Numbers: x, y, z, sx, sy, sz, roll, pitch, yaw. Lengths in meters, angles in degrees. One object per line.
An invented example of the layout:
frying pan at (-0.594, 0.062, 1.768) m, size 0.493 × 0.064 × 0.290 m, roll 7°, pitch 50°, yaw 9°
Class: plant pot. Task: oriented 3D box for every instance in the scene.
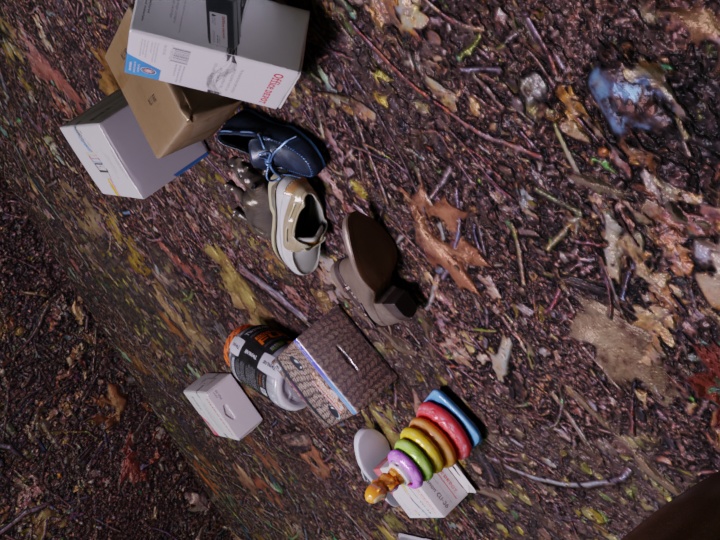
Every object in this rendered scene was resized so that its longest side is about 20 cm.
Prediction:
plant pot at (0.382, 0.278, 1.015) m, size 0.187 × 0.200 × 0.187 m, roll 40°, pitch 153°, yaw 25°

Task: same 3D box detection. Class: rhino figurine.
rhino figurine at (-0.161, -0.117, 1.569) m, size 0.087 × 0.060 × 0.200 m, roll 34°, pitch 159°, yaw 21°

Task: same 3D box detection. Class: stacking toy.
stacking toy at (0.082, 0.287, 1.554) m, size 0.110 × 0.200 × 0.116 m, roll 46°, pitch 155°, yaw 10°

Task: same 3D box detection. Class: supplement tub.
supplement tub at (-0.169, 0.178, 1.938) m, size 0.199 × 0.122 × 0.123 m, roll 23°, pitch 144°, yaw 46°

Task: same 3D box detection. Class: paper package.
paper package at (-0.270, -0.283, 1.468) m, size 0.192 × 0.103 × 0.200 m, roll 63°, pitch 156°, yaw -1°

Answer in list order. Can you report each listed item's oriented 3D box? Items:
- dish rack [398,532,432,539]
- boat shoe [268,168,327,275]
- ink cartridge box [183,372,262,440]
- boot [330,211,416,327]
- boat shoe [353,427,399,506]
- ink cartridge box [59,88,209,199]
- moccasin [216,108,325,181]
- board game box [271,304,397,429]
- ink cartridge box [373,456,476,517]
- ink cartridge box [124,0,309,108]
dish rack at (0.149, 0.630, 2.112) m, size 0.172 × 0.043 × 0.200 m, roll 54°, pitch 157°, yaw -8°
boat shoe at (-0.089, -0.059, 1.524) m, size 0.068 × 0.075 × 0.201 m, roll 36°, pitch 153°, yaw 34°
ink cartridge box at (-0.339, 0.333, 2.502) m, size 0.147 × 0.083 × 0.200 m, roll 56°, pitch 156°, yaw -11°
boot at (0.000, 0.000, 1.460) m, size 0.146 × 0.070 × 0.201 m, roll 9°, pitch 132°, yaw 59°
boat shoe at (0.027, 0.367, 1.933) m, size 0.068 × 0.072 × 0.201 m, roll 19°, pitch 148°, yaw 47°
ink cartridge box at (-0.385, -0.222, 1.727) m, size 0.200 × 0.147 × 0.145 m, roll 11°, pitch 135°, yaw 56°
moccasin at (-0.130, -0.167, 1.450) m, size 0.199 × 0.068 × 0.081 m, roll 26°, pitch 146°, yaw 45°
board game box at (-0.049, 0.170, 1.748) m, size 0.160 × 0.097 × 0.200 m, roll 50°, pitch 156°, yaw 2°
ink cartridge box at (0.110, 0.368, 1.779) m, size 0.117 × 0.067 × 0.200 m, roll 52°, pitch 156°, yaw -1°
ink cartridge box at (-0.174, -0.273, 1.219) m, size 0.199 × 0.085 × 0.145 m, roll 12°, pitch 169°, yaw -14°
